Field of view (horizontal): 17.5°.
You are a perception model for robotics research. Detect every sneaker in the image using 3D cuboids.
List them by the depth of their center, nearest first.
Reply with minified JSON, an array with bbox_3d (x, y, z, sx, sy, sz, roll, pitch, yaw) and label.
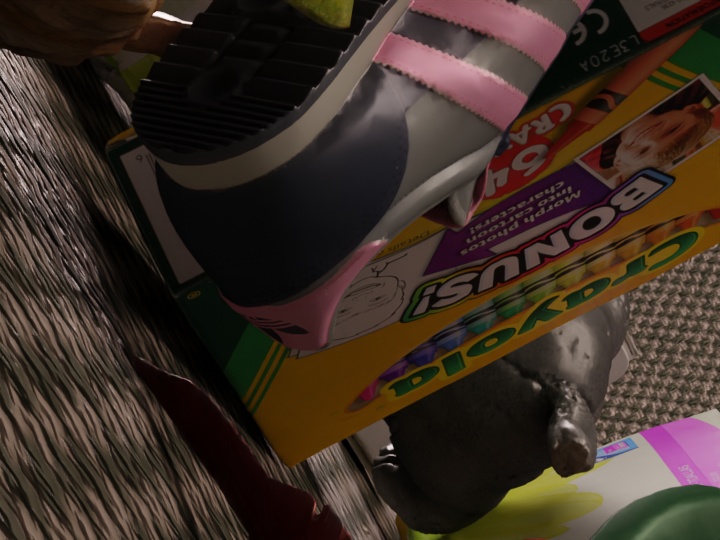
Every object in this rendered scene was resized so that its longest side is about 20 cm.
[{"bbox_3d":[0.023,-0.061,0.622,0.070,0.200,0.082,21,-39,43],"label":"sneaker"}]

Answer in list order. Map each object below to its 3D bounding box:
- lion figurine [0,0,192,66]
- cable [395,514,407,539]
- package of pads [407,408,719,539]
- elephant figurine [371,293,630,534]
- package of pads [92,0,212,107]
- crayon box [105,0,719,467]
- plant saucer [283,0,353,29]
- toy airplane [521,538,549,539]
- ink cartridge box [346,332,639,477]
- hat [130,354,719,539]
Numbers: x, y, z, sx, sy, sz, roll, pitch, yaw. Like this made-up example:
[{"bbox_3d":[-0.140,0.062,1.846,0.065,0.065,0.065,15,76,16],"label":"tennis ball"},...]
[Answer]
[{"bbox_3d":[-0.094,-0.117,0.620,0.122,0.073,0.200,18,23,-46],"label":"lion figurine"},{"bbox_3d":[0.026,0.062,1.050,0.201,0.097,0.050,56,32,-6],"label":"cable"},{"bbox_3d":[0.095,0.123,0.931,0.200,0.153,0.069,-110,-179,-83],"label":"package of pads"},{"bbox_3d":[0.000,0.000,0.921,0.200,0.155,0.142,42,45,-6],"label":"elephant figurine"},{"bbox_3d":[-0.028,-0.115,0.844,0.068,0.154,0.200,54,3,-7],"label":"package of pads"},{"bbox_3d":[0.039,-0.029,0.729,0.059,0.199,0.173,62,-1,24],"label":"crayon box"},{"bbox_3d":[-0.087,-0.162,0.509,0.199,0.048,0.200,30,20,-42],"label":"plant saucer"},{"bbox_3d":[0.118,0.191,0.721,0.201,0.140,0.200,62,1,40],"label":"toy airplane"},{"bbox_3d":[0.031,-0.005,1.193,0.083,0.146,0.201,58,3,-43],"label":"ink cartridge box"},{"bbox_3d":[0.007,0.130,0.484,0.166,0.175,0.200,63,39,-22],"label":"hat"}]
